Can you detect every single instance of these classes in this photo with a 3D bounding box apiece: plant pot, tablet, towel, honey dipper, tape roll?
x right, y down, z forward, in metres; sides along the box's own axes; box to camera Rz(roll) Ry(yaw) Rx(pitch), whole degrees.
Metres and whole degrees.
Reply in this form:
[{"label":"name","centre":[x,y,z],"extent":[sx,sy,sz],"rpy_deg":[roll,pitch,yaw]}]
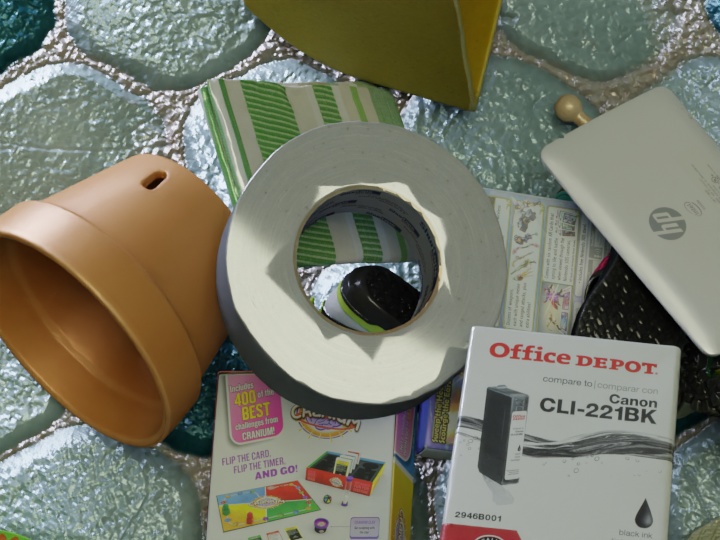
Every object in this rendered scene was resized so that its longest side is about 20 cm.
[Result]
[{"label":"plant pot","centre":[0.007,-0.264,1.565],"extent":[0.199,0.196,0.195],"rpy_deg":[10,68,13]},{"label":"tablet","centre":[0.235,-0.039,1.469],"extent":[0.130,0.014,0.200],"rpy_deg":[-28,67,-26]},{"label":"towel","centre":[-0.028,-0.074,1.538],"extent":[0.199,0.023,0.154],"rpy_deg":[-3,71,-47]},{"label":"honey dipper","centre":[0.228,-0.068,1.603],"extent":[0.200,0.038,0.038],"rpy_deg":[42,77,9]},{"label":"tape roll","centre":[0.000,0.000,1.424],"extent":[0.199,0.066,0.202],"rpy_deg":[2,76,-9]},{"label":"plant pot","centre":[-0.169,0.010,1.493],"extent":[0.200,0.200,0.140],"rpy_deg":[42,61,8]}]

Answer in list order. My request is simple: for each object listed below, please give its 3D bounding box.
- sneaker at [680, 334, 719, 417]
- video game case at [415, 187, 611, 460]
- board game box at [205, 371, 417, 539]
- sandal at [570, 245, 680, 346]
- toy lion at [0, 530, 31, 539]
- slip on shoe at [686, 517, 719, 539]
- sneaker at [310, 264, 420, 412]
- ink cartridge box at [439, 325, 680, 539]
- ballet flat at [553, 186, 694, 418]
[{"label":"sneaker","centre":[0.282,0.029,1.501],"extent":[0.085,0.078,0.201],"rpy_deg":[18,54,-20]},{"label":"video game case","centre":[0.140,0.048,1.494],"extent":[0.180,0.045,0.201],"rpy_deg":[9,75,-8]},{"label":"board game box","centre":[-0.038,0.174,1.493],"extent":[0.152,0.040,0.201],"rpy_deg":[-2,74,22]},{"label":"sandal","centre":[0.198,0.014,1.472],"extent":[0.075,0.045,0.201],"rpy_deg":[26,59,-8]},{"label":"toy lion","centre":[-0.311,0.239,1.487],"extent":[0.198,0.069,0.193],"rpy_deg":[-6,68,-5]},{"label":"slip on shoe","centre":[0.337,0.198,1.530],"extent":[0.199,0.074,0.062],"rpy_deg":[-21,112,-14]},{"label":"sneaker","centre":[0.046,0.077,1.550],"extent":[0.200,0.083,0.072],"rpy_deg":[42,33,-6]},{"label":"ink cartridge box","centre":[0.130,0.144,1.325],"extent":[0.143,0.084,0.201],"rpy_deg":[5,54,7]},{"label":"ballet flat","centre":[0.214,0.020,1.574],"extent":[0.063,0.067,0.201],"rpy_deg":[-18,76,-36]}]
